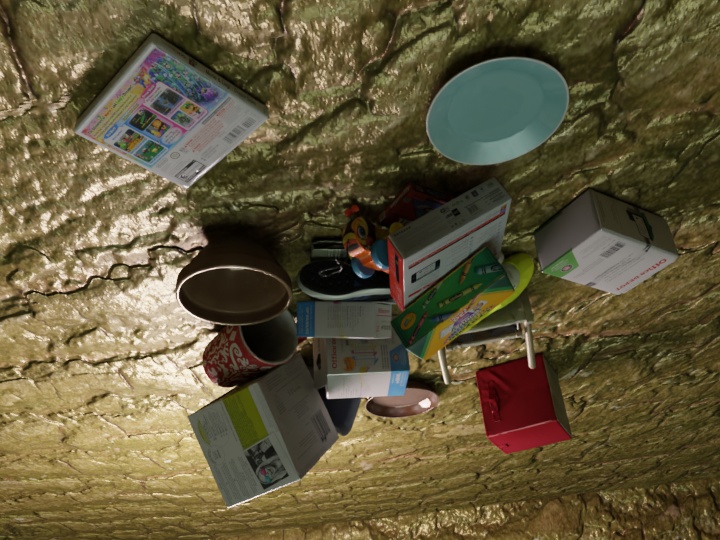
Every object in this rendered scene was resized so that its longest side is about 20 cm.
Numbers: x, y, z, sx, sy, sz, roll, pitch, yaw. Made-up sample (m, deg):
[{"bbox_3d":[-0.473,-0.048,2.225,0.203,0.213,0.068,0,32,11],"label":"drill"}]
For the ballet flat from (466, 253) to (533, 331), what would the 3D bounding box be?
[{"bbox_3d":[0.239,0.041,1.252,0.199,0.067,0.067,-40,166,1],"label":"ballet flat"}]

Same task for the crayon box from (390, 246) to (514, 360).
[{"bbox_3d":[0.154,0.059,1.136,0.198,0.059,0.119,-38,155,7],"label":"crayon box"}]

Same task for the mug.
[{"bbox_3d":[-0.213,0.163,1.391,0.175,0.136,0.199,27,141,-26],"label":"mug"}]

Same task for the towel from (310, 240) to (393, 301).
[{"bbox_3d":[0.000,0.000,1.267,0.187,0.035,0.202,2,150,-5],"label":"towel"}]

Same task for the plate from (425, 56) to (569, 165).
[{"bbox_3d":[0.184,-0.220,0.942,0.194,0.026,0.202,-4,148,-3],"label":"plate"}]

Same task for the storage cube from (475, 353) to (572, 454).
[{"bbox_3d":[0.406,0.335,1.711,0.176,0.175,0.200,-18,146,20],"label":"storage cube"}]

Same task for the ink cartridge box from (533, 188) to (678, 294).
[{"bbox_3d":[0.425,-0.043,1.197,0.196,0.086,0.146,14,144,-28],"label":"ink cartridge box"}]

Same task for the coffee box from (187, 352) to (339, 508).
[{"bbox_3d":[-0.195,0.322,1.409,0.195,0.204,0.199,-27,179,23],"label":"coffee box"}]

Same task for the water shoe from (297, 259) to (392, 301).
[{"bbox_3d":[-0.014,0.030,1.211,0.194,0.073,0.079,1,154,-2],"label":"water shoe"}]

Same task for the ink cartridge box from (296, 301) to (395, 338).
[{"bbox_3d":[-0.010,0.093,1.293,0.194,0.070,0.115,-1,176,20],"label":"ink cartridge box"}]

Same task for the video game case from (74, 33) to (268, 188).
[{"bbox_3d":[-0.250,-0.200,0.914,0.198,0.024,0.180,-29,140,35],"label":"video game case"}]

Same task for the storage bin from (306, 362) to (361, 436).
[{"bbox_3d":[-0.103,0.279,1.606,0.132,0.149,0.200,9,159,34],"label":"storage bin"}]

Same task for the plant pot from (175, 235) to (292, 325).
[{"bbox_3d":[-0.214,0.008,1.181,0.195,0.095,0.203,-3,147,-2],"label":"plant pot"}]

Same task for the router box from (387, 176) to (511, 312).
[{"bbox_3d":[0.137,-0.034,1.091,0.197,0.049,0.181,-29,152,-13],"label":"router box"}]

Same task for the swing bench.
[{"bbox_3d":[0.243,0.111,1.382,0.193,0.132,0.202,-10,143,10],"label":"swing bench"}]

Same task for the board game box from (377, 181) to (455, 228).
[{"bbox_3d":[0.136,-0.085,1.154,0.196,0.020,0.103,14,144,-28],"label":"board game box"}]

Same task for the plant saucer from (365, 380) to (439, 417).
[{"bbox_3d":[0.108,0.334,1.799,0.194,0.035,0.202,-4,149,-2],"label":"plant saucer"}]

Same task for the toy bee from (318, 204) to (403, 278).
[{"bbox_3d":[0.017,-0.050,1.108,0.128,0.112,0.199,-15,166,23],"label":"toy bee"}]

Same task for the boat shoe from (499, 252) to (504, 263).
[{"bbox_3d":[0.168,0.013,1.259,0.199,0.070,0.072,-37,106,22],"label":"boat shoe"}]

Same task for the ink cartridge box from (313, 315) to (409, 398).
[{"bbox_3d":[-0.003,0.185,1.456,0.194,0.132,0.126,-2,148,-5],"label":"ink cartridge box"}]
